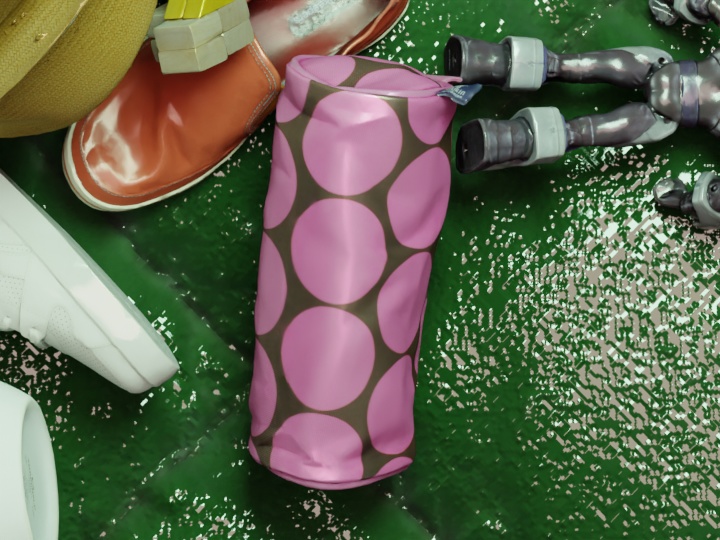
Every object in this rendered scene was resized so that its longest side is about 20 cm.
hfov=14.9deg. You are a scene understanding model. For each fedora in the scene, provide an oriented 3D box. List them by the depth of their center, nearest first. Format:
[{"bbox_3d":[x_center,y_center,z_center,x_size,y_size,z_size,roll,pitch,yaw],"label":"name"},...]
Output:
[{"bbox_3d":[-0.156,-0.118,1.267,0.082,0.200,0.201,38,84,-36],"label":"fedora"}]

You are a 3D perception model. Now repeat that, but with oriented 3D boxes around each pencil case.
[{"bbox_3d":[0.000,0.000,1.316,0.090,0.093,0.201,17,104,33],"label":"pencil case"}]

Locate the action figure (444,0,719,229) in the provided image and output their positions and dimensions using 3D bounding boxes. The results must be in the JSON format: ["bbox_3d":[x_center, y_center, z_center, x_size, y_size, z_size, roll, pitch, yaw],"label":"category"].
[{"bbox_3d":[0.144,-0.087,1.358,0.198,0.069,0.131,-1,80,-8],"label":"action figure"}]

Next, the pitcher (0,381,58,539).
[{"bbox_3d":[-0.243,0.136,1.293,0.198,0.121,0.173,-7,92,5],"label":"pitcher"}]

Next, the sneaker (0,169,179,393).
[{"bbox_3d":[-0.190,0.014,1.326,0.200,0.074,0.116,42,87,8],"label":"sneaker"}]

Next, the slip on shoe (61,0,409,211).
[{"bbox_3d":[-0.061,-0.100,1.343,0.199,0.061,0.074,-34,92,-4],"label":"slip on shoe"}]

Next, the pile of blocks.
[{"bbox_3d":[-0.077,-0.184,1.319,0.062,0.082,0.201,-2,59,35],"label":"pile of blocks"}]
